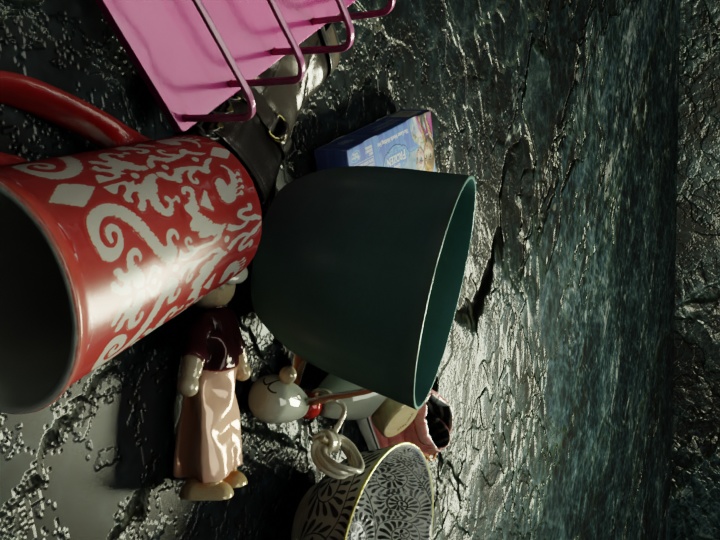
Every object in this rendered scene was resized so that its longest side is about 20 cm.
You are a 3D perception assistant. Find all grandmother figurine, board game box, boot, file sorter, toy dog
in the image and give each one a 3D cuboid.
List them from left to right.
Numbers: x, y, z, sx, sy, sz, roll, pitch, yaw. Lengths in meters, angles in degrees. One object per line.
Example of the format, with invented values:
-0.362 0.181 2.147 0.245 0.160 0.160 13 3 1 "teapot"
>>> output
-0.119 0.076 0.686 0.121 0.060 0.203 -28 119 -88 "grandmother figurine"
-0.089 -0.168 0.696 0.201 0.069 0.175 56 50 -44 "boot"
-0.063 -0.210 0.594 0.200 0.125 0.140 -44 122 -25 "file sorter"
-0.010 0.102 0.827 0.097 0.131 0.200 -61 165 17 "toy dog"
0.028 -0.057 0.941 0.200 0.043 0.202 -37 126 -54 "board game box"

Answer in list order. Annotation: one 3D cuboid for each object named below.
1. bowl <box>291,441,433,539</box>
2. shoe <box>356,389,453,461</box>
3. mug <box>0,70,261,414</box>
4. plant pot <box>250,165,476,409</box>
-0.008 0.266 0.865 0.200 0.093 0.204 -16 109 -59 "bowl"
0.064 0.202 0.989 0.072 0.090 0.201 -60 142 -37 "shoe"
-0.157 -0.035 0.529 0.200 0.132 0.180 -33 123 -59 "mug"
0.000 0.000 0.751 0.200 0.159 0.203 14 90 -76 "plant pot"
